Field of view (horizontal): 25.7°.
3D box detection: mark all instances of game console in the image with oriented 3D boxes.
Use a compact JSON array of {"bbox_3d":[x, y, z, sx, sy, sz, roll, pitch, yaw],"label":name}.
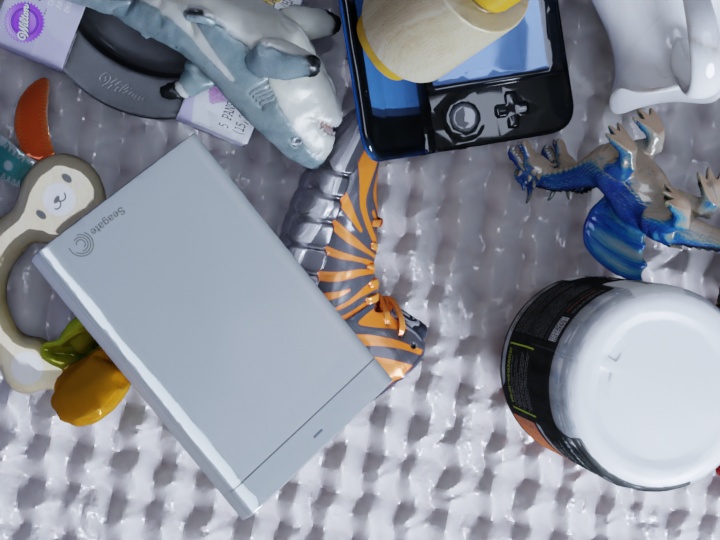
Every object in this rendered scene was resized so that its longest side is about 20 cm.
[{"bbox_3d":[0.059,-0.180,1.024,0.168,0.118,0.203,-10,94,-9],"label":"game console"}]

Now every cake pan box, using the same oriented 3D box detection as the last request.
[{"bbox_3d":[-0.125,-0.199,1.032,0.182,0.052,0.202,23,89,-7],"label":"cake pan box"}]

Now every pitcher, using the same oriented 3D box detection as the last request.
[{"bbox_3d":[0.198,-0.207,1.018,0.120,0.172,0.203,-7,94,-3],"label":"pitcher"}]

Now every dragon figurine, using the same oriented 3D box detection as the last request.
[{"bbox_3d":[0.185,-0.035,1.036,0.059,0.100,0.200,-31,69,-36],"label":"dragon figurine"}]

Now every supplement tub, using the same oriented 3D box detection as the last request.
[{"bbox_3d":[0.160,0.066,1.009,0.121,0.200,0.124,0,92,-9],"label":"supplement tub"}]

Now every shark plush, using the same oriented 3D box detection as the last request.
[{"bbox_3d":[-0.101,-0.134,0.984,0.198,0.091,0.084,18,120,-14],"label":"shark plush"}]

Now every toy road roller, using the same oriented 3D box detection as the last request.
[{"bbox_3d":[0.065,-0.222,0.948,0.200,0.123,0.147,-42,98,-35],"label":"toy road roller"}]

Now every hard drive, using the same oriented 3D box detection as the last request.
[{"bbox_3d":[-0.087,0.031,0.967,0.132,0.027,0.201,-40,92,-30],"label":"hard drive"}]

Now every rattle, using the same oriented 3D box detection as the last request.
[{"bbox_3d":[-0.200,-0.016,0.987,0.128,0.143,0.203,-3,100,11],"label":"rattle"}]

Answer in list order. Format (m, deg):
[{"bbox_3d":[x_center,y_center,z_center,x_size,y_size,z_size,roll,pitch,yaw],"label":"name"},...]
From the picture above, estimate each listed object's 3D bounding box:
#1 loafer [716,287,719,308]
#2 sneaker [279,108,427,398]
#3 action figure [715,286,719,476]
[{"bbox_3d":[0.279,-0.011,1.054,0.067,0.076,0.202,12,67,13],"label":"loafer"},{"bbox_3d":[0.000,0.000,1.053,0.111,0.078,0.202,19,99,-14],"label":"sneaker"},{"bbox_3d":[0.283,0.115,1.105,0.064,0.099,0.203,-1,70,-5],"label":"action figure"}]
